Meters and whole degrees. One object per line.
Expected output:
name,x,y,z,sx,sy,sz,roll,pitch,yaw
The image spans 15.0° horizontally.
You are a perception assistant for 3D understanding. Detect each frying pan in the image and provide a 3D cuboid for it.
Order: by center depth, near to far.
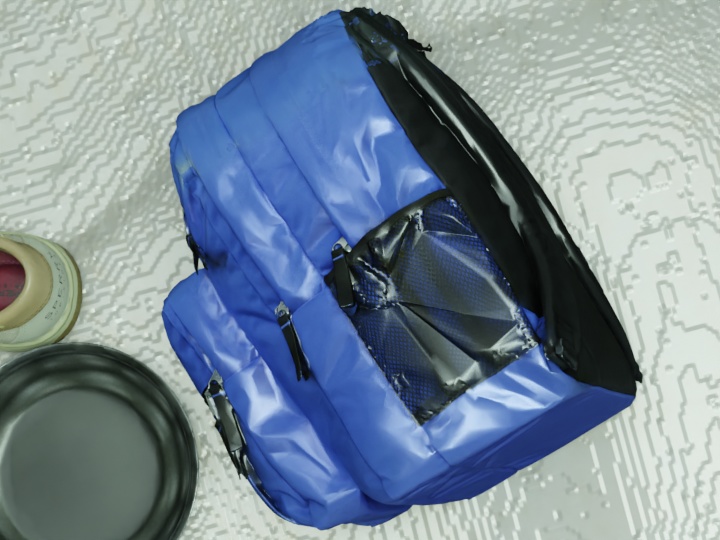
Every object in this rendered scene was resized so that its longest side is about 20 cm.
frying pan,-0.110,0.123,1.213,0.115,0.031,0.190,-28,82,3

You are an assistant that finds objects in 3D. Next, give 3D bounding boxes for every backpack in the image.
backpack,0.000,0.000,1.151,0.168,0.163,0.200,-30,79,6

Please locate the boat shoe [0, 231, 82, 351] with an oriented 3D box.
boat shoe,-0.229,0.004,1.230,0.199,0.066,0.074,-4,80,7
